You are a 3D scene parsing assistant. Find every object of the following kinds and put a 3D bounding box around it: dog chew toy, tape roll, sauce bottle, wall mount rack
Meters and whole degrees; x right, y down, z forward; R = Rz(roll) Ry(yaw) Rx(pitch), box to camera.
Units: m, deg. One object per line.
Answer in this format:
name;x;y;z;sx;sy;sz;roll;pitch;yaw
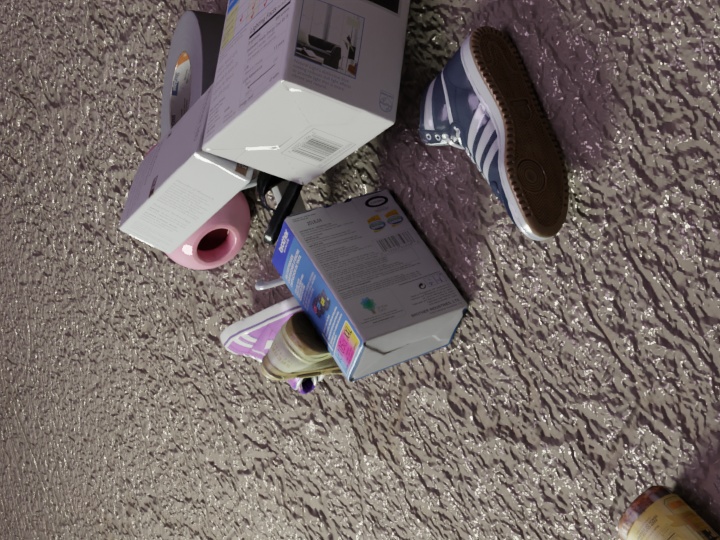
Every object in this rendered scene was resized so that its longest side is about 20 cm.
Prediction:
dog chew toy;-0.220;-0.094;1.701;0.201;0.123;0.126;56;144;40
tape roll;-0.184;-0.204;1.582;0.200;0.065;0.203;-176;90;-68
sauce bottle;0.300;0.265;1.102;0.200;0.065;0.067;46;138;35
wall mount rack;-0.096;-0.064;1.526;0.074;0.174;0.202;-15;104;15

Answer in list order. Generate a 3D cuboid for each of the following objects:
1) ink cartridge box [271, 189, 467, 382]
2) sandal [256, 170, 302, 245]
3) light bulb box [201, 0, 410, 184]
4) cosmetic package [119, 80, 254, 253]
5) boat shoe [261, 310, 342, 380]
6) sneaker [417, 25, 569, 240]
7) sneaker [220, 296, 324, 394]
ink cartridge box;0.000;0.000;1.379;0.201;0.135;0.077;57;145;25
sandal;-0.077;-0.119;1.425;0.075;0.047;0.203;109;180;-68
light bulb box;-0.052;-0.221;1.307;0.198;0.124;0.203;-26;51;57
cosmetic package;-0.182;-0.108;1.440;0.200;0.073;0.103;-38;33;49
boat shoe;-0.040;0.083;1.428;0.063;0.200;0.073;-45;76;18
sneaker;0.118;-0.108;1.213;0.108;0.069;0.202;-35;67;51
sneaker;-0.105;0.105;1.649;0.200;0.072;0.116;-24;86;57
